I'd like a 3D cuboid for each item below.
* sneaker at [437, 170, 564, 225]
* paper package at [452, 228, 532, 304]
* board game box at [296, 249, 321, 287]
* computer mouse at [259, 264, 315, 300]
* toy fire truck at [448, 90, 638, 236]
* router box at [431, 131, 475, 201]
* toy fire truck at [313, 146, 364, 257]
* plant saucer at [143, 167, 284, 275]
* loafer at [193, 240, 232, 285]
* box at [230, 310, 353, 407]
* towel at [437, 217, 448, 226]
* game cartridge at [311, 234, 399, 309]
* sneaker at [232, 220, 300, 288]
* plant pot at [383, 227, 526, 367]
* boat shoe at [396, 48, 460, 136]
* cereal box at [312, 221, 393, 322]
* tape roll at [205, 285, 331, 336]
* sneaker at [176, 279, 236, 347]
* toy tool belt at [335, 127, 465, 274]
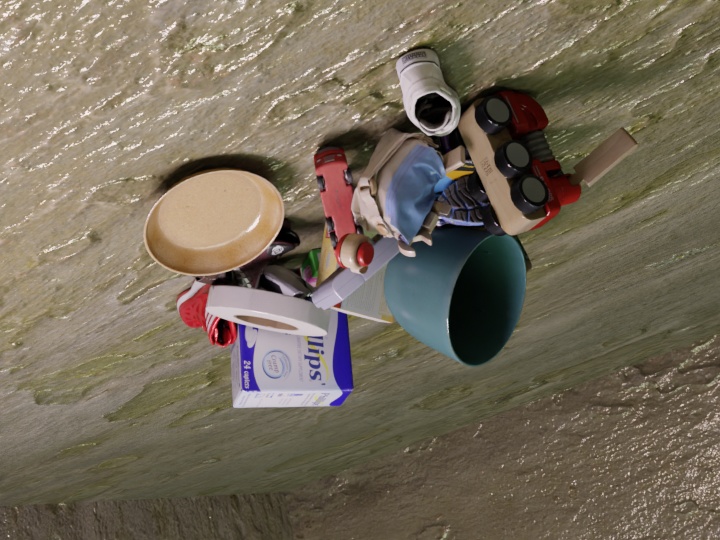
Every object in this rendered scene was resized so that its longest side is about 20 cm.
[{"bbox_3d":[0.202,-0.097,1.562,0.196,0.077,0.079,-8,161,-14],"label":"sneaker"},{"bbox_3d":[0.185,0.002,1.822,0.189,0.105,0.200,-28,177,14],"label":"paper package"},{"bbox_3d":[-0.039,0.014,1.920,0.150,0.041,0.200,-7,160,-20],"label":"board game box"},{"bbox_3d":[-0.112,0.022,1.797,0.197,0.045,0.109,15,-171,28],"label":"computer mouse"},{"bbox_3d":[0.247,-0.159,1.436,0.198,0.178,0.129,-15,165,-32],"label":"toy fire truck"},{"bbox_3d":[0.160,-0.146,1.582,0.197,0.052,0.149,1,155,-36],"label":"router box"},{"bbox_3d":[-0.029,-0.095,1.518,0.048,0.142,0.203,-13,123,0],"label":"toy fire truck"},{"bbox_3d":[-0.204,-0.074,1.487,0.197,0.036,0.202,-15,142,-12],"label":"plant saucer"},{"bbox_3d":[-0.240,-0.015,1.642,0.070,0.074,0.200,-12,161,-3],"label":"loafer"},{"bbox_3d":[-0.122,0.135,1.868,0.196,0.187,0.105,1,157,-16],"label":"box"},{"bbox_3d":[0.154,-0.086,1.698,0.197,0.024,0.146,0,-172,-35],"label":"towel"},{"bbox_3d":[0.021,-0.023,1.564,0.200,0.041,0.133,-42,-172,-21],"label":"game cartridge"},{"bbox_3d":[-0.147,-0.021,1.697,0.114,0.077,0.200,-16,161,-3],"label":"sneaker"},{"bbox_3d":[0.132,0.026,1.639,0.159,0.204,0.199,17,-175,40],"label":"plant pot"},{"bbox_3d":[0.092,-0.203,1.349,0.071,0.067,0.200,-15,161,5],"label":"boat shoe"},{"bbox_3d":[0.000,0.000,1.750,0.039,0.147,0.199,5,172,33],"label":"cereal box"},{"bbox_3d":[-0.146,0.065,1.702,0.199,0.038,0.203,10,170,2],"label":"tape roll"},{"bbox_3d":[-0.266,0.089,1.854,0.077,0.117,0.200,-5,158,-19],"label":"sneaker"},{"bbox_3d":[0.056,-0.085,1.420,0.121,0.202,0.125,14,161,34],"label":"toy tool belt"}]
